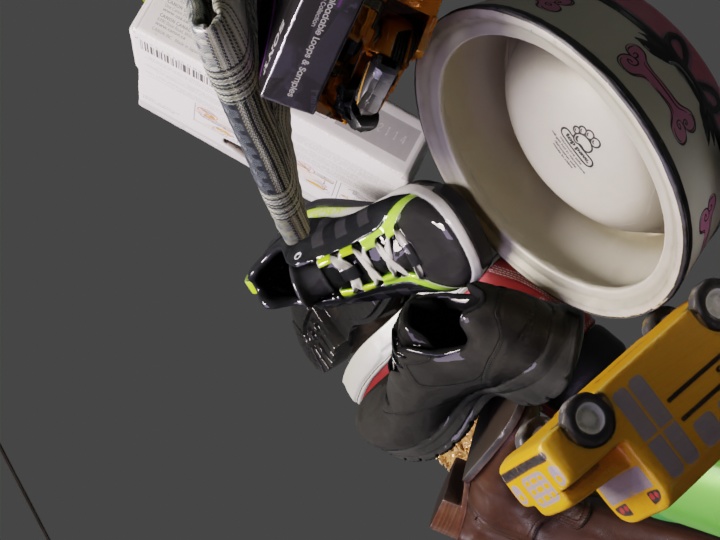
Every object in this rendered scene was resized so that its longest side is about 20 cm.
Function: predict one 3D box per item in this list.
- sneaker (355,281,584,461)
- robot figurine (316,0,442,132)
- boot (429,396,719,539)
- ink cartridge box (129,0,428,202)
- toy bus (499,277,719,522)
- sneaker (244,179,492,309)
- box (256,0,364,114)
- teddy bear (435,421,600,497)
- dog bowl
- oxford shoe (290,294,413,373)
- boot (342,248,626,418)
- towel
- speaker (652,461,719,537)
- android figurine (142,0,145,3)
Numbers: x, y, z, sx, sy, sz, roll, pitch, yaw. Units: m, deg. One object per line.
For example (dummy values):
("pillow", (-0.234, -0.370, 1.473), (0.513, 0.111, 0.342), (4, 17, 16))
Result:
("sneaker", (0.048, 0.053, 1.257), (0.090, 0.076, 0.200), (26, 143, -23))
("robot figurine", (0.008, -0.144, 1.155), (0.058, 0.146, 0.200), (22, 174, -6))
("boot", (0.159, 0.152, 1.327), (0.198, 0.065, 0.187), (22, 150, -1))
("ink cartridge box", (-0.054, -0.103, 1.360), (0.199, 0.045, 0.176), (29, 169, 1))
("toy bus", (0.169, 0.067, 1.114), (0.078, 0.200, 0.065), (51, 153, 1))
("sneaker", (0.000, 0.000, 1.266), (0.199, 0.083, 0.072), (-8, 118, 55))
("box", (-0.018, -0.197, 1.082), (0.201, 0.036, 0.144), (-98, 28, -51))
("teddy bear", (0.089, 0.127, 1.461), (0.200, 0.067, 0.146), (38, 152, 26))
("dog bowl", (0.125, -0.075, 1.152), (0.200, 0.074, 0.201), (38, 149, 27))
("oxford shoe", (0.012, 0.000, 1.412), (0.073, 0.084, 0.200), (62, 159, 11))
("boot", (0.082, 0.070, 1.361), (0.144, 0.072, 0.200), (48, 134, 3))
("towel", (-0.064, -0.144, 1.155), (0.193, 0.034, 0.201), (68, -171, -52))
("speaker", (0.235, 0.122, 1.206), (0.199, 0.088, 0.089), (14, 135, 50))
("android figurine", (-0.107, -0.222, 1.332), (0.182, 0.041, 0.200), (41, 154, 16))
